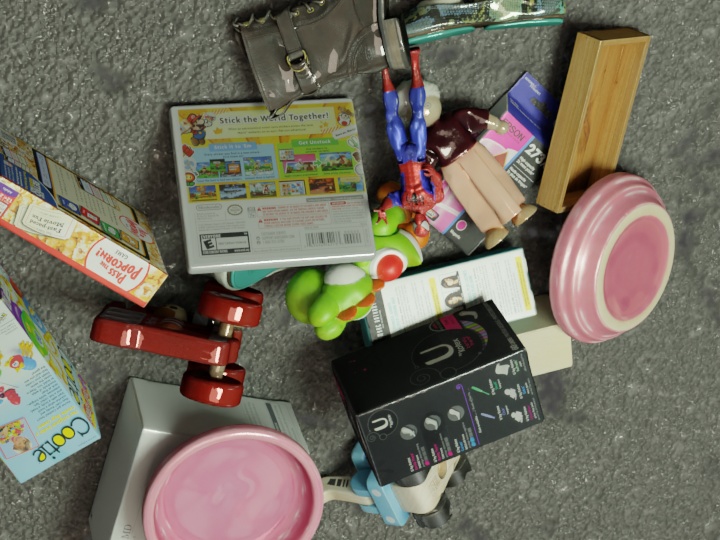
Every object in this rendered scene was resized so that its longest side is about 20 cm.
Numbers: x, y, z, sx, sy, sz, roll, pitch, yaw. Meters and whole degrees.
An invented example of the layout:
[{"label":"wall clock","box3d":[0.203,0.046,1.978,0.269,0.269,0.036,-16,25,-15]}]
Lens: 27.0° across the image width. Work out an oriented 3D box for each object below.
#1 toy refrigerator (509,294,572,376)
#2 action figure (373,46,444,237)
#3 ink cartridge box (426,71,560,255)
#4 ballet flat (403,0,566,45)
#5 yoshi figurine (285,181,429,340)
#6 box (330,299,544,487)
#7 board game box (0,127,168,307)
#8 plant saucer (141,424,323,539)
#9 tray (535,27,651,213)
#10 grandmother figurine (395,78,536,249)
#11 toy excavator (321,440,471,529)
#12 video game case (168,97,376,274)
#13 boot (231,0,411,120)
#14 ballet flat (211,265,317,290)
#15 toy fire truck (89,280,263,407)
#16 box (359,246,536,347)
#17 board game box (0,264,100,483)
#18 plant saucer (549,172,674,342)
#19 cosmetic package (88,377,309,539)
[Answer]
[{"label":"toy refrigerator","box3d":[0.143,0.096,1.773,0.199,0.076,0.070,-14,118,-10]},{"label":"action figure","box3d":[0.046,-0.125,1.570,0.065,0.099,0.201,-6,105,15]},{"label":"ink cartridge box","box3d":[0.154,-0.119,1.696,0.095,0.037,0.200,38,98,-28]},{"label":"ballet flat","box3d":[0.119,-0.282,1.595,0.199,0.074,0.075,-10,118,-14]},{"label":"yoshi figurine","box3d":[-0.013,-0.007,1.634,0.112,0.112,0.200,42,55,-4]},{"label":"box","box3d":[0.084,0.133,1.661,0.199,0.122,0.106,-22,120,-5]},{"label":"board game box","box3d":[-0.298,-0.058,1.524,0.200,0.152,0.046,32,103,-27]},{"label":"plant saucer","box3d":[-0.142,0.251,1.641,0.200,0.051,0.201,-6,115,-14]},{"label":"tray","box3d":[0.259,-0.169,1.676,0.098,0.037,0.201,-14,125,-45]},{"label":"grandmother figurine","box3d":[0.109,-0.128,1.633,0.121,0.061,0.200,-41,99,-8]},{"label":"toy excavator","box3d":[0.007,0.256,1.801,0.199,0.195,0.100,0,132,34]},{"label":"video game case","box3d":[-0.093,-0.091,1.576,0.199,0.023,0.183,-4,73,-14]},{"label":"boot","box3d":[-0.049,-0.268,1.535,0.173,0.069,0.201,-13,93,10]},{"label":"ballet flat","box3d":[-0.087,-0.032,1.640,0.200,0.069,0.070,-20,124,-39]},{"label":"toy fire truck","box3d":[-0.196,0.064,1.595,0.167,0.200,0.113,14,96,-5]},{"label":"box","box3d":[0.097,0.034,1.729,0.199,0.049,0.083,-13,95,-10]},{"label":"board game box","box3d":[-0.377,0.108,1.610,0.105,0.103,0.200,-29,120,-1]},{"label":"plant saucer","box3d":[0.297,-0.010,1.722,0.200,0.051,0.201,-21,120,-41]},{"label":"cosmetic package","box3d":[-0.189,0.249,1.725,0.199,0.123,0.200,11,112,-20]}]
